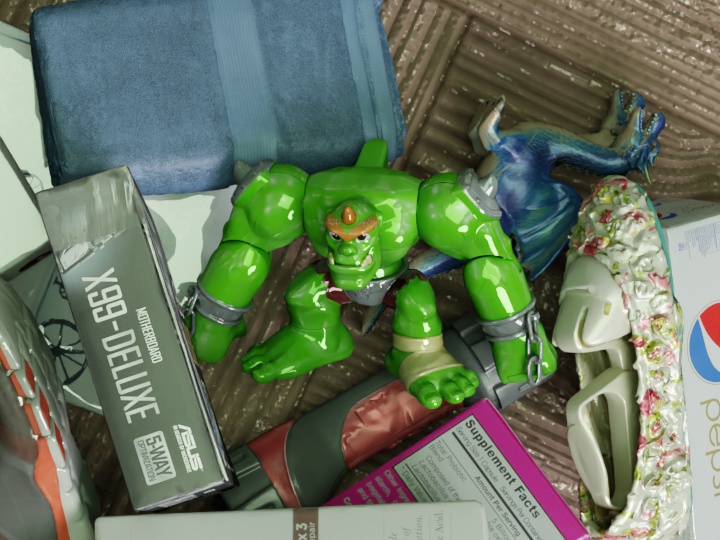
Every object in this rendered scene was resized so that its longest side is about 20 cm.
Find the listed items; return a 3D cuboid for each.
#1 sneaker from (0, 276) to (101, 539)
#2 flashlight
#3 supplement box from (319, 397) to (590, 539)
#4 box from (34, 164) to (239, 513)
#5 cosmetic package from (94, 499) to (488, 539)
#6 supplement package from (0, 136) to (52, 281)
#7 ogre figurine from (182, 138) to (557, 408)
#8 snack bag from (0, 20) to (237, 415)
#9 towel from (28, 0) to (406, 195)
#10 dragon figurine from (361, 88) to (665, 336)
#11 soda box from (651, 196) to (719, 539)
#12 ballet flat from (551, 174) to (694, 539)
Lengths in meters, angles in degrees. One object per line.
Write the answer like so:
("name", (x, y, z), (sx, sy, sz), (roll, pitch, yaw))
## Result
("sneaker", (-0.187, 0.092, 1.476), (0.082, 0.077, 0.201), (-13, 125, 2))
("flashlight", (0.011, 0.087, 1.589), (0.199, 0.068, 0.068), (-28, 94, -9))
("supplement box", (0.017, 0.175, 1.558), (0.200, 0.101, 0.104), (-32, 67, -9))
("box", (-0.109, 0.039, 1.453), (0.050, 0.200, 0.158), (-17, 85, -2))
("cosmetic package", (-0.033, 0.176, 1.467), (0.199, 0.074, 0.102), (-3, 64, 3))
("supplement package", (-0.277, -0.027, 1.500), (0.200, 0.111, 0.156), (-32, 90, -3))
("ogre figurine", (0.000, 0.000, 1.544), (0.199, 0.098, 0.120), (12, 117, 28))
("snack bag", (-0.161, -0.021, 1.581), (0.199, 0.021, 0.189), (22, 86, -10))
("towel", (-0.078, -0.098, 1.569), (0.199, 0.049, 0.112), (-6, 81, -19))
("dragon figurine", (0.087, -0.029, 1.608), (0.099, 0.059, 0.200), (34, 83, -8))
("soda box", (0.177, 0.065, 1.595), (0.063, 0.068, 0.201), (-14, 104, -35))
("ballet flat", (0.135, 0.052, 1.538), (0.064, 0.076, 0.201), (-14, 97, -33))
